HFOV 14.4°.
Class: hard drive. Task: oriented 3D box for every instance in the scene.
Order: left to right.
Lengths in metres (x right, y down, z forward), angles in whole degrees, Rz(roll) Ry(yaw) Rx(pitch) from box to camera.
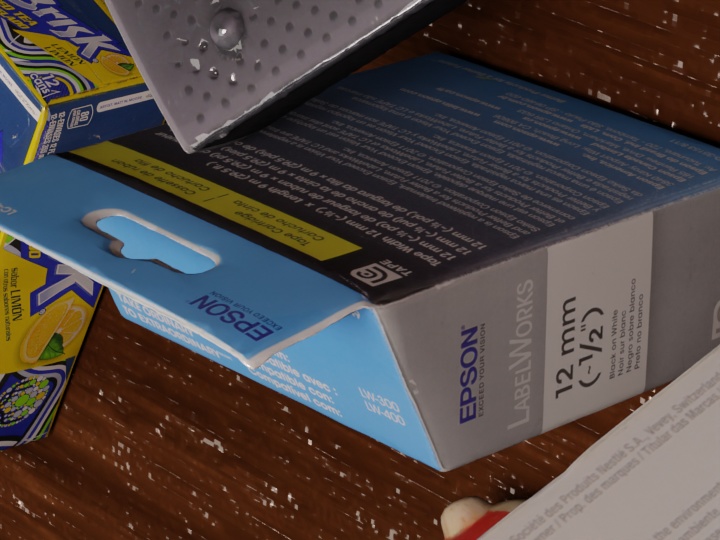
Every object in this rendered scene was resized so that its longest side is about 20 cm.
[{"bbox_3d":[-0.032,-0.147,0.838,0.135,0.042,0.200,-31,71,23],"label":"hard drive"}]

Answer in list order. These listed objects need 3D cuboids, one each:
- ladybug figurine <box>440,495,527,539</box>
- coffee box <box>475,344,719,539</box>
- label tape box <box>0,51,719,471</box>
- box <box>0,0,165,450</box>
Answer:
[{"bbox_3d":[0.067,0.168,0.916,0.136,0.072,0.200,-41,72,49],"label":"ladybug figurine"},{"bbox_3d":[0.119,0.168,0.715,0.200,0.200,0.198,37,150,35],"label":"coffee box"},{"bbox_3d":[0.000,0.000,0.829,0.143,0.200,0.066,24,123,43],"label":"label tape box"},{"bbox_3d":[-0.137,-0.017,1.092,0.070,0.064,0.200,49,136,27],"label":"box"}]
